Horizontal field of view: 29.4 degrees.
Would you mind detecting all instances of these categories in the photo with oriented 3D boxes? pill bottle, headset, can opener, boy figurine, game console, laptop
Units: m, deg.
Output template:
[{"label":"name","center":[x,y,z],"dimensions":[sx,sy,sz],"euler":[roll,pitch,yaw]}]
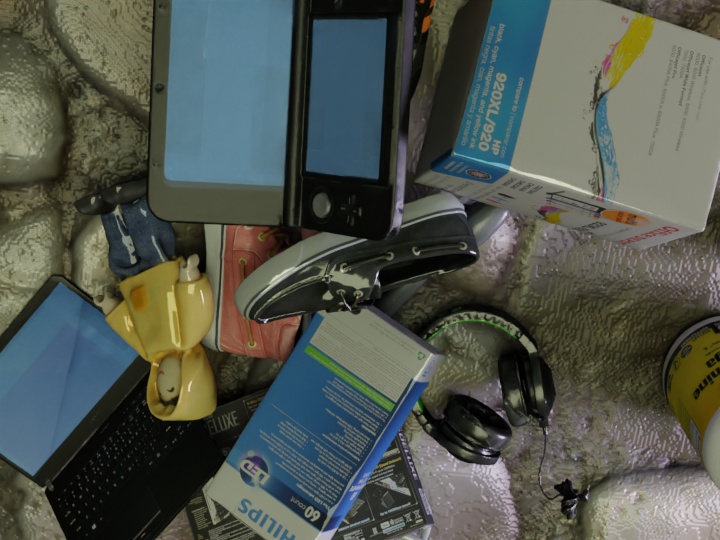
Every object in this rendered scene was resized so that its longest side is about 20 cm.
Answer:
[{"label":"pill bottle","center":[0.328,0.125,1.142],"dimensions":[0.111,0.200,0.114],"euler":[-1,111,-3]},{"label":"headset","center":[0.121,0.126,1.188],"dimensions":[0.123,0.094,0.200],"euler":[-39,97,12]},{"label":"can opener","center":[0.039,-0.006,1.153],"dimensions":[0.053,0.067,0.200],"euler":[40,109,-17]},{"label":"boy figurine","center":[-0.171,0.028,1.122],"dimensions":[0.123,0.064,0.202],"euler":[-12,95,37]},{"label":"game console","center":[-0.059,-0.128,0.995],"dimensions":[0.116,0.175,0.202],"euler":[-3,100,-40]},{"label":"laptop","center":[-0.240,0.142,1.169],"dimensions":[0.177,0.201,0.103],"euler":[-47,143,15]}]

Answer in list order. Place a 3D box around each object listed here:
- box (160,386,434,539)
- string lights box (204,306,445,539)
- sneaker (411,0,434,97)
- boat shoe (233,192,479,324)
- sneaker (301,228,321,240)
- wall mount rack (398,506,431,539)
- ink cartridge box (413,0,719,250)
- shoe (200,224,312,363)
[{"label":"box","center":[-0.055,0.178,1.182],"dimensions":[0.198,0.050,0.159],"euler":[-22,77,5]},{"label":"string lights box","center":[-0.029,0.125,1.118],"dimensions":[0.102,0.059,0.201],"euler":[33,95,14]},{"label":"sneaker","center":[0.026,-0.217,1.019],"dimensions":[0.069,0.090,0.202],"euler":[9,84,-10]},{"label":"boat shoe","center":[0.000,0.000,1.065],"dimensions":[0.198,0.057,0.069],"euler":[-23,156,-12]},{"label":"sneaker","center":[-0.052,-0.112,1.094],"dimensions":[0.103,0.075,0.203],"euler":[7,100,-8]},{"label":"wall mount rack","center":[-0.017,0.286,1.254],"dimensions":[0.172,0.075,0.202],"euler":[19,108,4]},{"label":"ink cartridge box","center":[0.163,-0.116,1.046],"dimensions":[0.198,0.147,0.146],"euler":[16,83,-8]},{"label":"shoe","center":[-0.077,-0.017,1.125],"dimensions":[0.090,0.072,0.202],"euler":[13,116,11]}]
